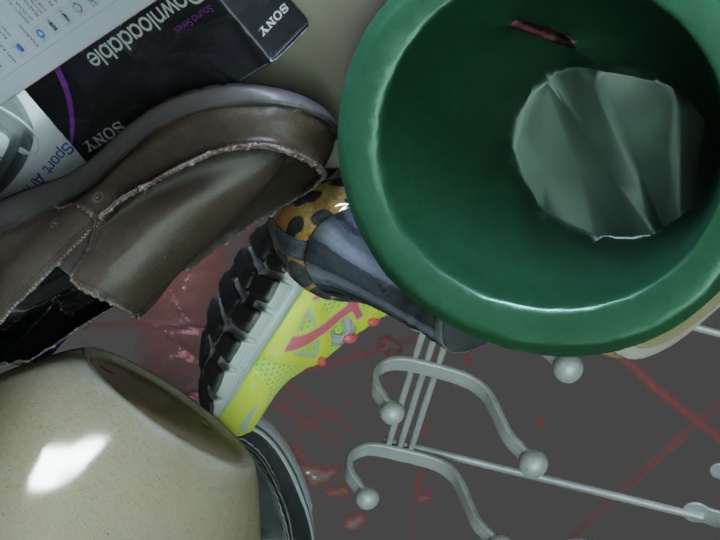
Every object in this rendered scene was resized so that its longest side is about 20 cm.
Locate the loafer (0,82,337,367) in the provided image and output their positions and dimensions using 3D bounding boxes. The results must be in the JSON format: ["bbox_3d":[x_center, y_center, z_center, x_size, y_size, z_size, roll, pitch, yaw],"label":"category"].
[{"bbox_3d":[-0.090,-0.012,1.257,0.200,0.071,0.073,-27,147,28],"label":"loafer"}]

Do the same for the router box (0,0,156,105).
[{"bbox_3d":[-0.168,-0.171,1.180,0.200,0.049,0.179,50,139,-13],"label":"router box"}]

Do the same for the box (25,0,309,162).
[{"bbox_3d":[-0.130,-0.145,1.242,0.200,0.143,0.036,48,51,-12],"label":"box"}]

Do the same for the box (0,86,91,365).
[{"bbox_3d":[-0.193,-0.049,1.321,0.200,0.041,0.119,41,97,-20],"label":"box"}]

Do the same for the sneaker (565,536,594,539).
[{"bbox_3d":[0.044,0.201,1.368,0.200,0.070,0.080,-49,149,17],"label":"sneaker"}]

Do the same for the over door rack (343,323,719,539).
[{"bbox_3d":[0.103,0.068,1.355,0.199,0.067,0.148,5,139,-10],"label":"over door rack"}]

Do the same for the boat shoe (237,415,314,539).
[{"bbox_3d":[-0.052,0.164,1.393,0.070,0.066,0.201,-4,108,-7],"label":"boat shoe"}]

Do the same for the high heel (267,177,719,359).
[{"bbox_3d":[0.064,-0.014,1.290,0.199,0.142,0.072,-6,114,-39],"label":"high heel"}]

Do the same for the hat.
[{"bbox_3d":[0.107,-0.052,1.231,0.199,0.176,0.166,13,96,14],"label":"hat"}]

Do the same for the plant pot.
[{"bbox_3d":[-0.120,0.113,1.300,0.200,0.200,0.135,32,97,-17],"label":"plant pot"}]

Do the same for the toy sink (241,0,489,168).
[{"bbox_3d":[-0.005,-0.156,1.246,0.112,0.130,0.201,-48,124,-37],"label":"toy sink"}]

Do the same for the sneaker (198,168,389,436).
[{"bbox_3d":[0.000,0.000,1.346,0.090,0.078,0.200,32,99,-19],"label":"sneaker"}]
